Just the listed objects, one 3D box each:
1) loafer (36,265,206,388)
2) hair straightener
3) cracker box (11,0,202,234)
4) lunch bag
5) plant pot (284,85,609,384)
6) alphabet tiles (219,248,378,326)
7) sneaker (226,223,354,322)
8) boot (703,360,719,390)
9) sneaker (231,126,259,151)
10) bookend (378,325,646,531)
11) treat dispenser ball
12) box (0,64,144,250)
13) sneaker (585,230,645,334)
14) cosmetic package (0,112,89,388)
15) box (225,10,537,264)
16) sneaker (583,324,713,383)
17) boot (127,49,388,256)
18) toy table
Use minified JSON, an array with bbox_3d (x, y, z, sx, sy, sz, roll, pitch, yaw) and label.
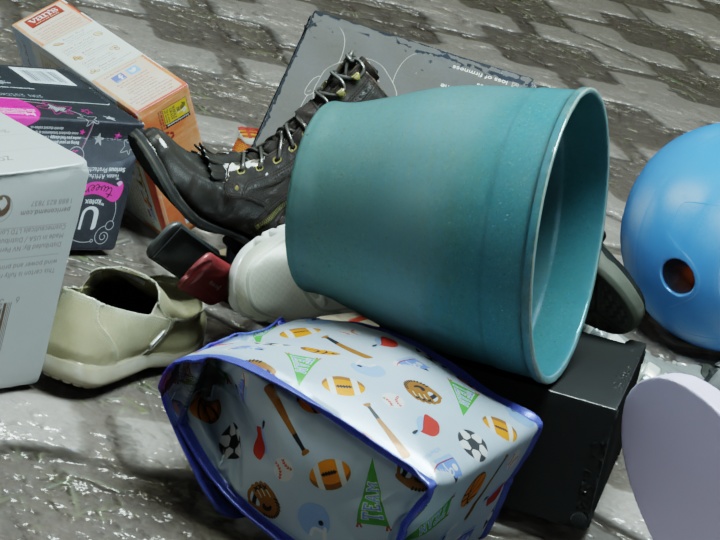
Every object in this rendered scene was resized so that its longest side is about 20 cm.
[{"bbox_3d":[-0.162,0.031,1.676,0.075,0.069,0.200,22,19,15],"label":"loafer"},{"bbox_3d":[-0.113,-0.008,1.743,0.077,0.041,0.200,44,7,17],"label":"hair straightener"},{"bbox_3d":[-0.206,-0.128,1.965,0.058,0.134,0.200,-32,44,-24],"label":"cracker box"},{"bbox_3d":[-0.014,0.107,1.515,0.200,0.124,0.170,34,23,18],"label":"lunch bag"},{"bbox_3d":[0.055,-0.036,1.598,0.187,0.201,0.200,9,17,17],"label":"plant pot"},{"bbox_3d":[-0.019,0.023,1.899,0.199,0.015,0.195,26,21,24],"label":"alphabet tiles"},{"bbox_3d":[0.000,0.000,1.708,0.199,0.076,0.081,-7,9,-24],"label":"sneaker"},{"bbox_3d":[0.323,0.103,1.692,0.076,0.201,0.168,7,23,-49],"label":"boot"},{"bbox_3d":[-0.081,-0.083,2.068,0.073,0.078,0.200,13,2,13],"label":"sneaker"},{"bbox_3d":[0.092,0.090,1.692,0.199,0.093,0.199,15,15,9],"label":"bookend"},{"bbox_3d":[0.327,-0.029,2.044,0.200,0.202,0.201,15,19,-5],"label":"treat dispenser ball"},{"bbox_3d":[-0.294,-0.089,1.830,0.199,0.115,0.132,1,24,-41],"label":"box"},{"bbox_3d":[0.154,-0.045,1.774,0.199,0.076,0.114,41,55,13],"label":"sneaker"},{"bbox_3d":[-0.320,-0.029,1.566,0.199,0.167,0.167,29,23,33],"label":"cosmetic package"},{"bbox_3d":[0.017,-0.079,1.888,0.199,0.124,0.197,18,47,4],"label":"box"},{"bbox_3d":[0.218,0.086,1.857,0.200,0.075,0.115,34,19,16],"label":"sneaker"},{"bbox_3d":[-0.057,-0.094,1.726,0.200,0.174,0.069,41,3,-38],"label":"boot"},{"bbox_3d":[0.275,0.150,1.584,0.117,0.184,0.201,-10,64,-33],"label":"toy table"}]
